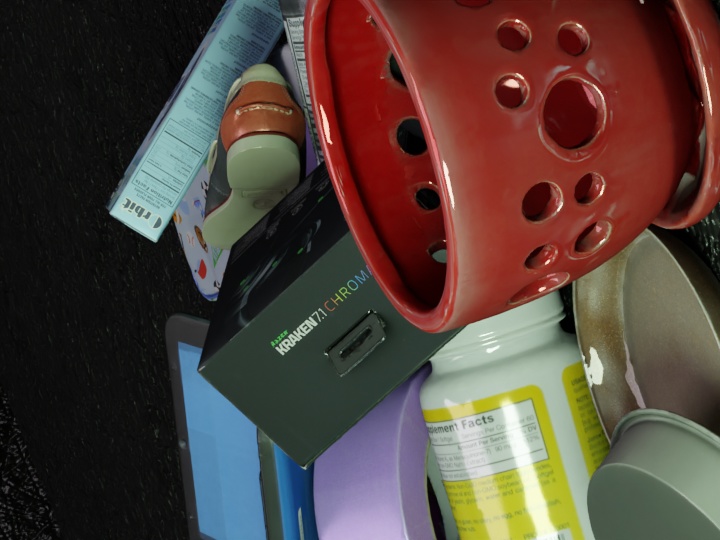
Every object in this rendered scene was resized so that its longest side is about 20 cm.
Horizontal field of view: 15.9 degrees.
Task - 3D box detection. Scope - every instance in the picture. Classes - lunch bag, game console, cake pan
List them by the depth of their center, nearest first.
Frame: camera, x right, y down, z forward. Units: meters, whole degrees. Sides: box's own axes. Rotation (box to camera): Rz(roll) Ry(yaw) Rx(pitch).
[{"bbox_3d":[0.195,0.169,1.414,0.200,0.037,0.201,45,157,26],"label":"cake pan"},{"bbox_3d":[-0.083,0.149,1.686,0.171,0.117,0.201,-67,-27,-65],"label":"game console"},{"bbox_3d":[-0.104,-0.052,2.153,0.161,0.075,0.200,70,162,1],"label":"lunch bag"}]

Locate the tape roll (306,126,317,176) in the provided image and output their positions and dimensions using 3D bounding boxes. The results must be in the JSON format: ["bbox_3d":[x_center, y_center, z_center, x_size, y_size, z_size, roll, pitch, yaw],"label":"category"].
[{"bbox_3d":[-0.035,-0.019,1.910,0.201,0.065,0.200,56,167,20],"label":"tape roll"}]

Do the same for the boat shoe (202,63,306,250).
[{"bbox_3d":[-0.072,-0.070,1.742,0.200,0.071,0.063,104,162,-67],"label":"boat shoe"}]

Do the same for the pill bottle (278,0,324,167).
[{"bbox_3d":[0.008,-0.142,1.667,0.106,0.106,0.201,-160,55,-68],"label":"pill bottle"}]

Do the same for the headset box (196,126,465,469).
[{"bbox_3d":[0.000,0.000,1.547,0.093,0.174,0.200,43,-161,-14],"label":"headset box"}]

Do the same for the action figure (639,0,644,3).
[{"bbox_3d":[0.104,-0.222,1.251,0.149,0.133,0.201,145,109,-73],"label":"action figure"}]

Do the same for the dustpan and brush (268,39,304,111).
[{"bbox_3d":[-0.001,-0.132,1.812,0.140,0.057,0.200,58,167,8],"label":"dustpan and brush"}]

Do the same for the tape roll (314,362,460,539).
[{"bbox_3d":[0.050,0.163,1.679,0.065,0.200,0.201,-16,92,28],"label":"tape roll"}]

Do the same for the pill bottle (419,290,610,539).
[{"bbox_3d":[0.103,0.106,1.600,0.114,0.114,0.201,170,84,-72],"label":"pill bottle"}]

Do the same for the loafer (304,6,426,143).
[{"bbox_3d":[0.049,-0.107,1.493,0.068,0.200,0.070,-53,37,12],"label":"loafer"}]

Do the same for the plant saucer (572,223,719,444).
[{"bbox_3d":[0.179,0.060,1.459,0.200,0.032,0.201,162,90,-72],"label":"plant saucer"}]

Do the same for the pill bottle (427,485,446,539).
[{"bbox_3d":[0.016,0.224,1.829,0.112,0.199,0.113,162,90,-73],"label":"pill bottle"}]

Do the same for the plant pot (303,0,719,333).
[{"bbox_3d":[0.086,-0.087,1.353,0.200,0.181,0.202,162,90,-72],"label":"plant pot"}]

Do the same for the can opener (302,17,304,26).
[{"bbox_3d":[0.039,-0.152,1.519,0.200,0.067,0.054,2,117,57],"label":"can opener"}]

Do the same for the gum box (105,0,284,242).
[{"bbox_3d":[-0.121,-0.120,1.923,0.044,0.201,0.170,32,179,-8],"label":"gum box"}]
